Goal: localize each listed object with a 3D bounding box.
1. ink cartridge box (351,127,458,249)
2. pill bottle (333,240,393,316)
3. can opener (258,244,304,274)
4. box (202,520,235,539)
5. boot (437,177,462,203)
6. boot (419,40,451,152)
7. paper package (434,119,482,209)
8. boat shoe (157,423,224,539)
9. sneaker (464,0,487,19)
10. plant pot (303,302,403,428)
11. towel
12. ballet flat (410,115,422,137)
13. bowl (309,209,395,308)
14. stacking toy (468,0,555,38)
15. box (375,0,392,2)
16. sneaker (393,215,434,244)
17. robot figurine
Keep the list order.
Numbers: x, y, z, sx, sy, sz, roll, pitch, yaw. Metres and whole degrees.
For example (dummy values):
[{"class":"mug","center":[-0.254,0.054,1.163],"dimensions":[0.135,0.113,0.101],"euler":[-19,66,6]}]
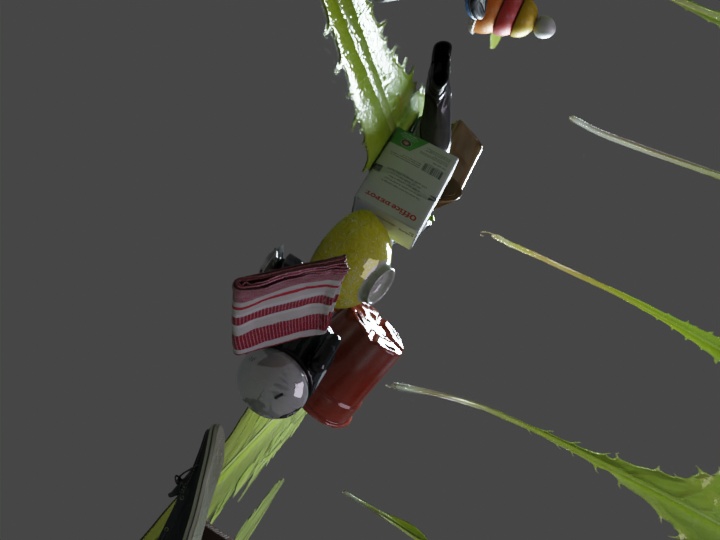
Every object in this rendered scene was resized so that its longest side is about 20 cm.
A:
[{"class":"ink cartridge box","center":[0.088,-0.167,1.125],"dimensions":[0.201,0.145,0.084],"euler":[-58,174,-25]},{"class":"pill bottle","center":[-0.005,0.002,1.209],"dimensions":[0.202,0.112,0.113],"euler":[-65,173,16]},{"class":"can opener","center":[-0.109,0.042,0.759],"dimensions":[0.054,0.066,0.201],"euler":[-57,167,-33]},{"class":"box","center":[-0.248,0.505,0.946],"dimensions":[0.101,0.198,0.075],"euler":[-59,171,-22]},{"class":"boot","center":[0.125,-0.160,1.269],"dimensions":[0.155,0.197,0.075],"euler":[88,8,-67]},{"class":"boot","center":[0.155,-0.345,1.128],"dimensions":[0.132,0.069,0.203],"euler":[64,23,-80]},{"class":"paper package","center":[0.175,-0.243,1.361],"dimensions":[0.190,0.103,0.201],"euler":[-19,-147,49]},{"class":"boat shoe","center":[-0.253,0.330,0.832],"dimensions":[0.075,0.061,0.203],"euler":[83,20,-70]},{"class":"sneaker","center":[0.263,-0.584,1.093],"dimensions":[0.071,0.082,0.201],"euler":[-57,171,-35]},{"class":"plant pot","center":[-0.028,0.178,1.132],"dimensions":[0.195,0.201,0.201],"euler":[-45,178,16]},{"class":"towel","center":[-0.097,0.053,0.725],"dimensions":[0.142,0.023,0.201],"euler":[-13,153,-20]},{"class":"ballet flat","center":[0.130,-0.290,1.302],"dimensions":[0.201,0.063,0.068],"euler":[-59,170,-29]},{"class":"bowl","center":[0.000,0.000,1.034],"dimensions":[0.200,0.107,0.201],"euler":[-42,155,-25]},{"class":"stacking toy","center":[0.368,-0.602,1.320],"dimensions":[0.147,0.198,0.146],"euler":[-60,173,-12]},{"class":"box","center":[0.023,-0.271,0.377],"dimensions":[0.129,0.108,0.200],"euler":[-66,172,32]},{"class":"sneaker","center":[0.082,-0.091,1.252],"dimensions":[0.082,0.198,0.073],"euler":[-12,94,-43]},{"class":"robot figurine","center":[-0.113,0.145,0.890],"dimensions":[0.200,0.124,0.151],"euler":[-54,170,-54]}]
